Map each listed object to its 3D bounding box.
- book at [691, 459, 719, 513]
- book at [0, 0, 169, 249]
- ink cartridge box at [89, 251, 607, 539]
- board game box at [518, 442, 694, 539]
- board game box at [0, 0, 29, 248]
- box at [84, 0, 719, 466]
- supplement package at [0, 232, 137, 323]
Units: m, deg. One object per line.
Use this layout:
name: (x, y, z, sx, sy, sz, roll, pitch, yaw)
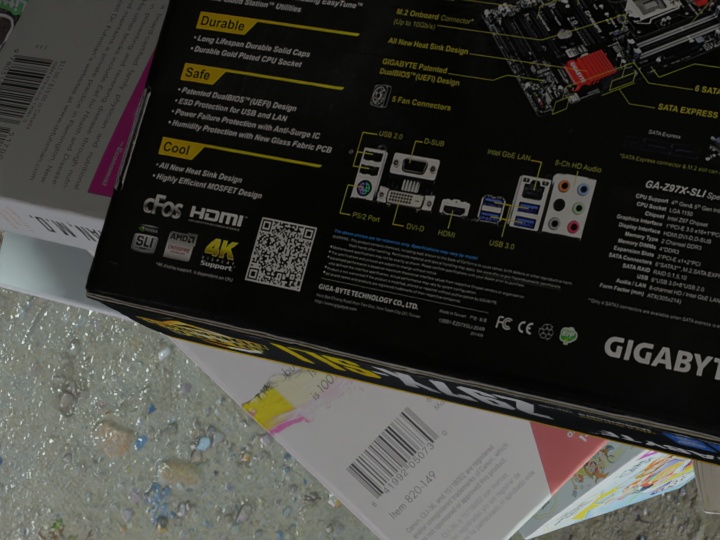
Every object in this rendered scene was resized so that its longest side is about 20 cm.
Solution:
book: (0.121, -0.012, 0.678, 0.048, 0.134, 0.200, 2, -172, 11)
book: (-0.024, -0.061, 0.673, 0.199, 0.134, 0.048, 13, 158, 36)
ink cartridge box: (0.000, 0.000, 0.788, 0.200, 0.116, 0.068, 44, -165, -2)
board game box: (0.162, 0.037, 0.931, 0.200, 0.034, 0.134, -41, 160, 33)
board game box: (-0.197, -0.071, 0.789, 0.159, 0.201, 0.097, 11, 176, 45)
box: (0.041, -0.046, 0.558, 0.199, 0.160, 0.049, 11, 169, 29)
supplement package: (-0.118, -0.063, 0.978, 0.111, 0.157, 0.200, 13, 177, 40)
